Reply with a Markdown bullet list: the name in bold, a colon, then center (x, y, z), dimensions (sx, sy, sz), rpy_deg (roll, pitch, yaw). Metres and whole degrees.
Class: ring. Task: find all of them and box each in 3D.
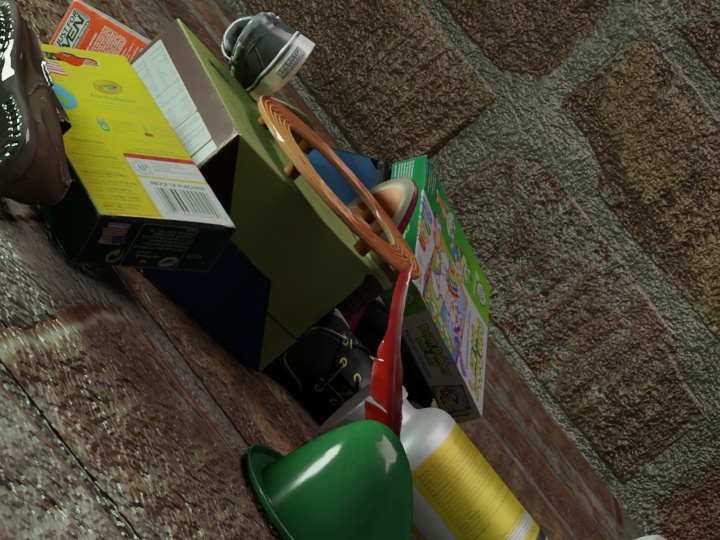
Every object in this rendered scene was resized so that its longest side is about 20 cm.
- **ring**: center (-0.021, -0.066, 1.459), dimensions (0.201, 0.019, 0.201), rpy_deg (47, 9, -10)

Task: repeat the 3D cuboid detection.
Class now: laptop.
- **laptop**: center (0.009, -0.023, 1.873), dimensions (0.201, 0.115, 0.188), rpy_deg (-83, 151, -45)

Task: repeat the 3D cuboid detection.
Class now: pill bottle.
- **pill bottle**: center (0.057, 0.186, 1.440), dimensions (0.201, 0.112, 0.112), rpy_deg (52, 7, -3)

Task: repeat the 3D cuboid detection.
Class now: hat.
- **hat**: center (0.030, 0.134, 1.251), dimensions (0.201, 0.176, 0.166), rpy_deg (51, 7, -2)

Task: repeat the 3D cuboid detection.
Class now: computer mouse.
- **computer mouse**: center (0.028, 0.068, 1.815), dimensions (0.201, 0.052, 0.139), rpy_deg (56, 6, -23)

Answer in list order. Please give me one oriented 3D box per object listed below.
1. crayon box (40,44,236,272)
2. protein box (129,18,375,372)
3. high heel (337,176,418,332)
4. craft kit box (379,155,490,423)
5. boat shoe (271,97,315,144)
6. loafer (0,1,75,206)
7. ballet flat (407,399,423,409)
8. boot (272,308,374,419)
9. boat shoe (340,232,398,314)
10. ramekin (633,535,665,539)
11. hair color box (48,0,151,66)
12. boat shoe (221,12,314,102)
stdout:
- **crayon box**: center (-0.191, -0.087, 1.291), dimensions (0.126, 0.051, 0.201), rpy_deg (5, 41, -44)
- **protein box**: center (-0.121, -0.064, 1.472), dimensions (0.199, 0.135, 0.201), rpy_deg (45, 9, -39)
- **high heel**: center (0.000, 0.000, 1.685), dimensions (0.068, 0.200, 0.096), rpy_deg (48, 10, 34)
- **craft kit box**: center (0.079, 0.020, 1.804), dimensions (0.201, 0.048, 0.199), rpy_deg (-82, 154, -47)
- **boat shoe**: center (-0.145, -0.160, 1.807), dimensions (0.199, 0.073, 0.066), rpy_deg (6, 20, -24)
- **loafer**: center (-0.242, -0.109, 1.208), dimensions (0.071, 0.073, 0.201), rpy_deg (45, 20, -40)
- **ballet flat**: center (0.065, 0.194, 1.650), dimensions (0.201, 0.073, 0.073), rpy_deg (58, 9, 29)
- **boot**: center (-0.001, 0.119, 1.555), dimensions (0.154, 0.073, 0.204), rpy_deg (53, 3, 26)
- **boat shoe**: center (-0.043, -0.014, 1.565), dimensions (0.073, 0.065, 0.199), rpy_deg (54, -15, -28)
- **ramekin**: center (0.188, 0.309, 1.381), dimensions (0.200, 0.097, 0.203), rpy_deg (0, 90, -69)
- **hair color box**: center (-0.189, -0.177, 1.660), dimensions (0.199, 0.062, 0.101), rpy_deg (33, 4, 12)
- **boat shoe**: center (-0.090, -0.192, 1.536), dimensions (0.068, 0.072, 0.200), rpy_deg (41, -2, -8)
